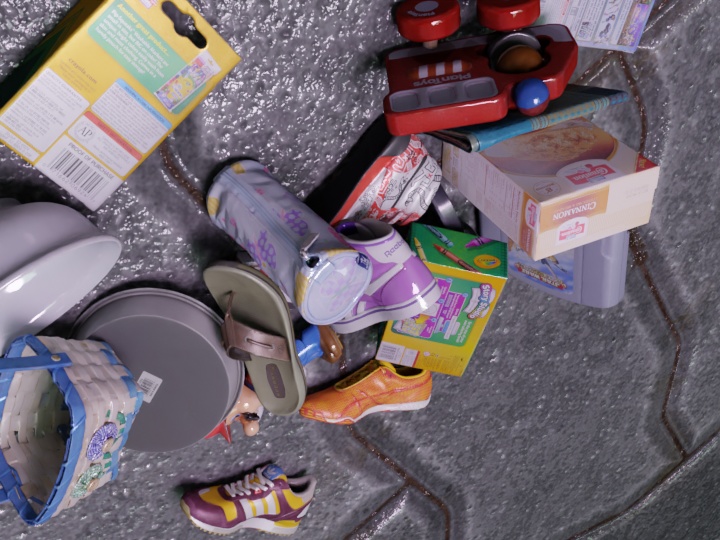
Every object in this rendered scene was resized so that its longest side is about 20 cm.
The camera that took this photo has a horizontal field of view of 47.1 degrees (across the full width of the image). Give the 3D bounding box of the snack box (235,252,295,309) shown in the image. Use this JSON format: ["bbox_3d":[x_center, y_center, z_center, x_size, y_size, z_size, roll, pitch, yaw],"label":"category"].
[{"bbox_3d":[-0.054,0.008,0.978,0.197,0.024,0.073,-5,124,-27],"label":"snack box"}]

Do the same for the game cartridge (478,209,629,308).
[{"bbox_3d":[0.225,-0.034,0.996,0.041,0.198,0.135,-35,135,-33],"label":"game cartridge"}]

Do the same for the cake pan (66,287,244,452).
[{"bbox_3d":[-0.226,0.117,0.898,0.196,0.037,0.203,-1,116,-3],"label":"cake pan"}]

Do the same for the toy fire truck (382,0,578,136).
[{"bbox_3d":[0.118,-0.194,0.819,0.196,0.169,0.113,-7,130,4],"label":"toy fire truck"}]

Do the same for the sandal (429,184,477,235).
[{"bbox_3d":[0.133,-0.032,1.022,0.042,0.076,0.201,-29,132,0],"label":"sandal"}]

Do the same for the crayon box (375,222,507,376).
[{"bbox_3d":[0.094,0.041,1.001,0.117,0.059,0.202,12,137,-3],"label":"crayon box"}]

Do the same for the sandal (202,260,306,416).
[{"bbox_3d":[-0.108,0.078,0.866,0.079,0.058,0.203,-6,118,27],"label":"sandal"}]

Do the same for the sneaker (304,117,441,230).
[{"bbox_3d":[0.006,-0.065,0.933,0.202,0.067,0.108,-49,130,6],"label":"sneaker"}]

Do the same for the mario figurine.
[{"bbox_3d":[-0.107,0.147,0.995,0.198,0.106,0.124,-31,134,-9],"label":"mario figurine"}]

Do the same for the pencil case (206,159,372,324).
[{"bbox_3d":[-0.076,-0.032,0.820,0.084,0.200,0.090,-54,141,8],"label":"pencil case"}]

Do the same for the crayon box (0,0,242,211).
[{"bbox_3d":[-0.220,-0.167,0.738,0.200,0.052,0.126,-43,133,5],"label":"crayon box"}]

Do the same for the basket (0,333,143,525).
[{"bbox_3d":[-0.314,0.148,0.777,0.198,0.139,0.178,-5,128,-46],"label":"basket"}]

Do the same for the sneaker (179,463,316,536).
[{"bbox_3d":[-0.148,0.297,1.107,0.198,0.075,0.091,18,104,-45],"label":"sneaker"}]

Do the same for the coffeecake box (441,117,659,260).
[{"bbox_3d":[0.204,-0.111,0.924,0.151,0.200,0.074,-17,129,-19],"label":"coffeecake box"}]

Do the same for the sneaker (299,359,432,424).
[{"bbox_3d":[0.005,0.155,1.103,0.197,0.073,0.079,-10,105,-29],"label":"sneaker"}]

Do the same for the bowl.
[{"bbox_3d":[-0.322,-0.001,0.745,0.200,0.091,0.201,-38,177,-2],"label":"bowl"}]

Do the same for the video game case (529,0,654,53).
[{"bbox_3d":[0.257,-0.347,0.892,0.179,0.046,0.203,-2,123,-28],"label":"video game case"}]

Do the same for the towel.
[{"bbox_3d":[0.168,-0.171,0.901,0.197,0.146,0.022,-18,114,-19],"label":"towel"}]

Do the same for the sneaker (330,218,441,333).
[{"bbox_3d":[0.001,0.000,0.909,0.073,0.200,0.115,-42,101,-32],"label":"sneaker"}]
